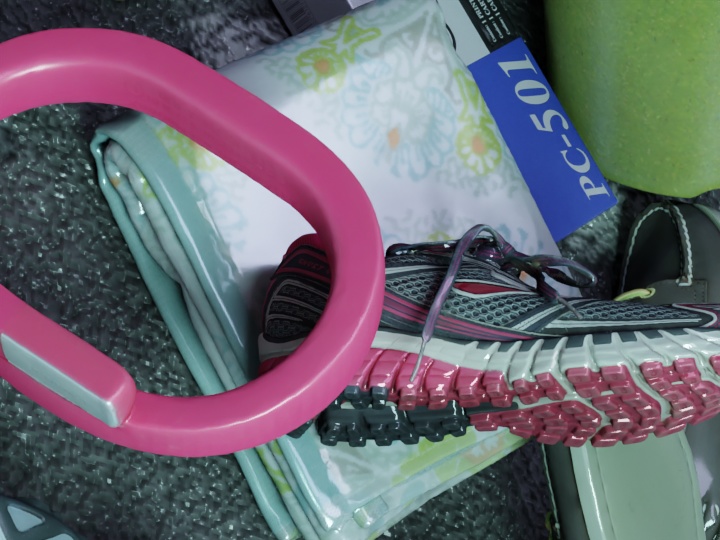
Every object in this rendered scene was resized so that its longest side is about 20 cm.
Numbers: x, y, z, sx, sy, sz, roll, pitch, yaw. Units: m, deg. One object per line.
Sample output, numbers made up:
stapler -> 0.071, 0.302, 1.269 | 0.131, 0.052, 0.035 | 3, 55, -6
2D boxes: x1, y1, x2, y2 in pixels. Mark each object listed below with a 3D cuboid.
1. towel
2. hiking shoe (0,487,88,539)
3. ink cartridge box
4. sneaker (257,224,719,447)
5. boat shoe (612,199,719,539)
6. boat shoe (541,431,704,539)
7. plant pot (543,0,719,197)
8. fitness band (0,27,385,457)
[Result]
towel -> 0.000, 0.000, 1.023 | 0.171, 0.048, 0.201 | -26, 90, -33
hiking shoe -> -0.119, 0.132, 0.843 | 0.199, 0.074, 0.087 | 25, 52, -31
ink cartridge box -> 0.030, -0.094, 1.126 | 0.094, 0.044, 0.201 | -30, 90, -45
sneaker -> 0.059, 0.021, 0.934 | 0.198, 0.081, 0.075 | 1, 67, 6
boat shoe -> 0.138, 0.044, 1.129 | 0.060, 0.072, 0.202 | 21, 49, -24
boat shoe -> 0.109, 0.124, 1.020 | 0.072, 0.060, 0.202 | -35, 110, -43
plant pot -> 0.160, -0.143, 1.147 | 0.199, 0.185, 0.201 | 2, 32, -1
fitness band -> -0.084, -0.013, 0.917 | 0.199, 0.038, 0.144 | 34, 61, 21
